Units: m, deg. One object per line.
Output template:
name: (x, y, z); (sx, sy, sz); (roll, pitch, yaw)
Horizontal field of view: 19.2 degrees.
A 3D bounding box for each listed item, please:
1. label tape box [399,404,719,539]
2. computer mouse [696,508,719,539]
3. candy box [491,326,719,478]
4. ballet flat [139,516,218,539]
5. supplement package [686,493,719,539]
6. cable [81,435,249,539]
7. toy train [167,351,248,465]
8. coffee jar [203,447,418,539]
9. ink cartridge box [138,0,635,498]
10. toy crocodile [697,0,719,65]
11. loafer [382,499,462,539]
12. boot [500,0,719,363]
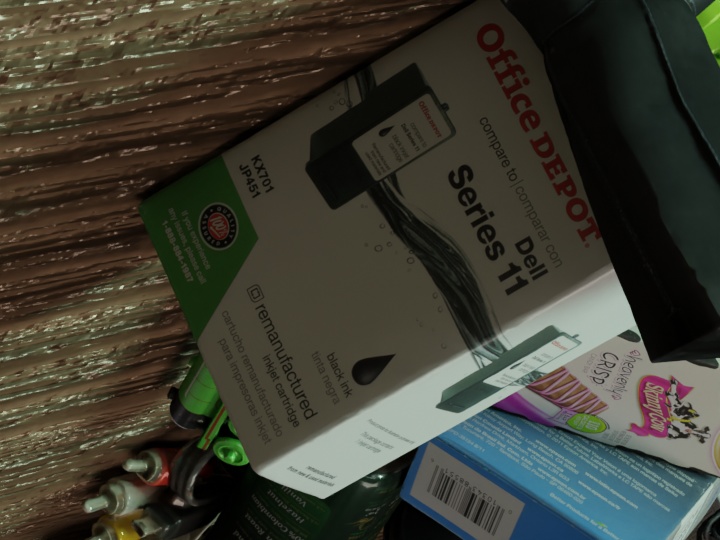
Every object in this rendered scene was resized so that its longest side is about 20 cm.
label tape box: (0.139, 0.102, 1.248); (0.200, 0.144, 0.063); (-38, 154, -46)
computer mouse: (0.224, 0.066, 1.315); (0.140, 0.200, 0.046); (-31, 145, -2)
candy box: (0.129, 0.038, 1.156); (0.200, 0.061, 0.136); (16, 153, 0)
ballet flat: (-0.123, 0.186, 1.387); (0.072, 0.068, 0.200); (-54, 151, 15)
supplement package: (0.231, 0.131, 1.450); (0.152, 0.200, 0.151); (-10, 154, -36)
cable: (-0.092, 0.125, 1.326); (0.097, 0.050, 0.200); (-56, 160, 25)
toy train: (-0.054, 0.040, 1.111); (0.056, 0.042, 0.200); (26, 142, -6)
coffee jar: (-0.037, 0.153, 1.288); (0.104, 0.085, 0.200); (-33, 158, -55)
ink cartridge box: (0.024, -0.011, 0.950); (0.200, 0.147, 0.083); (-31, 158, 11)
toy crocodile: (0.152, -0.094, 1.015); (0.200, 0.067, 0.062); (-41, -162, 29)
loafer: (0.072, 0.109, 1.329); (0.200, 0.072, 0.063); (-54, 164, -41)
boot: (0.149, -0.065, 0.882); (0.165, 0.200, 0.066); (-13, 156, -30)
